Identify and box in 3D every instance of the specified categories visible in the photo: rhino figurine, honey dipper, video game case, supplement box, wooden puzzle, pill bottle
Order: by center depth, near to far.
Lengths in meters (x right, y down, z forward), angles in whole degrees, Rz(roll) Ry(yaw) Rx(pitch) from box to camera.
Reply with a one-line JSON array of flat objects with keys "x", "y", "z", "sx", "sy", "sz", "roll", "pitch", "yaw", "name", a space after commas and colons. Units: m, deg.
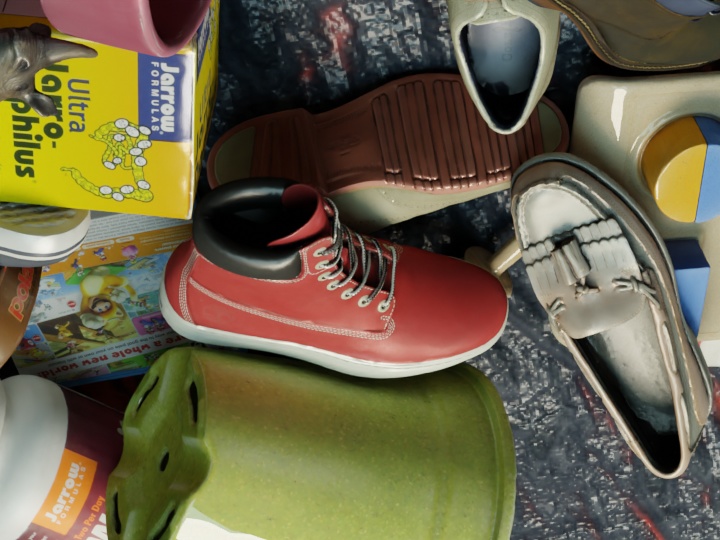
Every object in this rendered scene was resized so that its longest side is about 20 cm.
[{"x": -0.215, "y": -0.088, "z": 0.940, "sx": 0.198, "sy": 0.060, "sz": 0.087, "roll": -8, "pitch": 168, "yaw": 11, "name": "rhino figurine"}, {"x": -0.175, "y": -0.109, "z": 1.037, "sx": 0.198, "sy": 0.109, "sz": 0.110, "roll": 6, "pitch": 131, "yaw": 1, "name": "supplement box"}, {"x": 0.213, "y": -0.026, "z": 1.137, "sx": 0.198, "sy": 0.046, "sz": 0.187, "roll": -2, "pitch": 128, "yaw": -6, "name": "wooden puzzle"}, {"x": 0.112, "y": -0.035, "z": 1.169, "sx": 0.038, "sy": 0.038, "sz": 0.200, "roll": 33, "pitch": 118, "yaw": -26, "name": "honey dipper"}, {"x": -0.158, "y": -0.015, "z": 1.189, "sx": 0.142, "sy": 0.018, "sz": 0.201, "roll": -10, "pitch": 130, "yaw": 7, "name": "video game case"}, {"x": -0.183, "y": 0.129, "z": 1.234, "sx": 0.199, "sy": 0.110, "sz": 0.109, "roll": 28, "pitch": 126, "yaw": -34, "name": "pill bottle"}]

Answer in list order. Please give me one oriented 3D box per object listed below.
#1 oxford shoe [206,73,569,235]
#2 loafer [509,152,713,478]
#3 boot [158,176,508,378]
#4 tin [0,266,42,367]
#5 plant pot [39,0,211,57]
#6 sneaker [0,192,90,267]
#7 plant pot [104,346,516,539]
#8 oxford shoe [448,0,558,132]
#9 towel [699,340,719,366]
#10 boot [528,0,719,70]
[{"x": 0.017, "y": -0.059, "z": 1.135, "sx": 0.198, "sy": 0.071, "sz": 0.074, "roll": -5, "pitch": 154, "yaw": 5, "name": "oxford shoe"}, {"x": 0.140, "y": 0.027, "z": 1.107, "sx": 0.071, "sy": 0.063, "sz": 0.201, "roll": -18, "pitch": 123, "yaw": 24, "name": "loafer"}, {"x": 0.000, "y": 0.000, "z": 1.094, "sx": 0.198, "sy": 0.073, "sz": 0.144, "roll": 5, "pitch": 158, "yaw": -15, "name": "boot"}, {"x": -0.259, "y": 0.033, "z": 1.154, "sx": 0.199, "sy": 0.113, "sz": 0.042, "roll": -19, "pitch": 140, "yaw": 34, "name": "tin"}, {"x": -0.150, "y": -0.212, "z": 0.919, "sx": 0.177, "sy": 0.201, "sz": 0.201, "roll": 14, "pitch": 131, "yaw": 8, "name": "plant pot"}, {"x": -0.225, "y": -0.034, "z": 1.092, "sx": 0.199, "sy": 0.078, "sz": 0.080, "roll": 24, "pitch": 129, "yaw": 27, "name": "sneaker"}, {"x": -0.040, "y": 0.128, "z": 1.176, "sx": 0.183, "sy": 0.201, "sz": 0.201, "roll": 18, "pitch": 129, "yaw": -27, "name": "plant pot"}, {"x": 0.072, "y": -0.162, "z": 1.017, "sx": 0.070, "sy": 0.074, "sz": 0.201, "roll": -7, "pitch": 128, "yaw": 10, "name": "oxford shoe"}, {"x": 0.249, "y": -0.002, "z": 1.206, "sx": 0.198, "sy": 0.023, "sz": 0.145, "roll": 1, "pitch": 129, "yaw": -4, "name": "towel"}, {"x": 0.158, "y": -0.135, "z": 1.001, "sx": 0.199, "sy": 0.096, "sz": 0.075, "roll": 13, "pitch": 92, "yaw": -48, "name": "boot"}]
